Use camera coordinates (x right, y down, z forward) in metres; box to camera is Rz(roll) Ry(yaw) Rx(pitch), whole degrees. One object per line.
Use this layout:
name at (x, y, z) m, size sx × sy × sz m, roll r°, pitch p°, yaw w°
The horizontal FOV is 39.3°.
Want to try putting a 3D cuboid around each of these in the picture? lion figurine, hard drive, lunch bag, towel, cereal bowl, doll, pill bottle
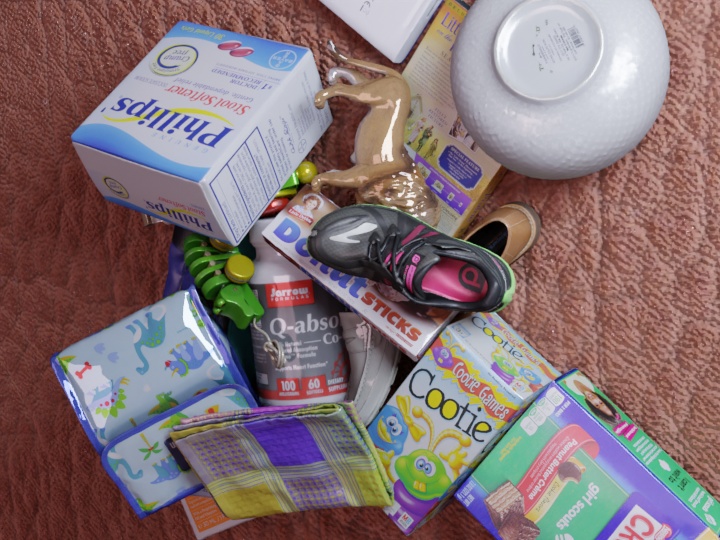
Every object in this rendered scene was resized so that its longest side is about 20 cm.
lion figurine at (0.019, -0.131, 0.997) m, size 0.122 × 0.072 × 0.200 m, roll 1°, pitch 93°, yaw 15°
hard drive at (0.003, -0.327, 1.038) m, size 0.200 × 0.025 × 0.132 m, roll 43°, pitch 116°, yaw 18°
lunch bag at (-0.202, 0.138, 1.064) m, size 0.170 × 0.127 × 0.200 m, roll -26°, pitch 92°, yaw -3°
towel at (-0.078, 0.193, 1.002) m, size 0.200 × 0.023 × 0.144 m, roll -10°, pitch 123°, yaw 21°
cereal bowl at (0.171, -0.186, 0.893) m, size 0.200 × 0.083 × 0.200 m, roll -2°, pitch 83°, yaw 19°
doll at (-0.197, -0.036, 1.188) m, size 0.136 × 0.048 × 0.200 m, roll 37°, pitch 116°, yaw 46°
pill bottle at (-0.063, 0.041, 1.082) m, size 0.116 × 0.116 × 0.200 m, roll -4°, pitch 96°, yaw 32°

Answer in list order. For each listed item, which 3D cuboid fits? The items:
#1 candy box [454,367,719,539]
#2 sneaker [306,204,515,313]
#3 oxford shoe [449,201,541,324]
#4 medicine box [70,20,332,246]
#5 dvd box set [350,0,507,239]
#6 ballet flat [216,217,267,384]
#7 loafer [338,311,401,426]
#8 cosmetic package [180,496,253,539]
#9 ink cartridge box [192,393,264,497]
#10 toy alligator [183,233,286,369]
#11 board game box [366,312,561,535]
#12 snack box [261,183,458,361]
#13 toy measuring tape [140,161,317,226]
candy box at (0.218, 0.224, 0.964) m, size 0.200 × 0.077 × 0.169 m, roll 43°, pitch 116°, yaw 17°
sneaker at (0.046, -0.012, 0.927) m, size 0.200 × 0.084 × 0.077 m, roll 14°, pitch 97°, yaw 9°
oxford shoe at (0.094, 0.011, 1.011) m, size 0.071 × 0.071 × 0.200 m, roll 45°, pitch 119°, yaw 16°
medicine box at (-0.162, -0.149, 1.059) m, size 0.182 × 0.200 × 0.103 m, roll 19°, pitch 148°, yaw 27°
dvd box set at (0.093, -0.148, 1.008) m, size 0.146 × 0.029 × 0.200 m, roll 42°, pitch 117°, yaw 19°
ballet flat at (-0.142, 0.034, 1.158) m, size 0.072 × 0.072 × 0.201 m, roll 9°, pitch 93°, yaw 30°
loafer at (0.008, 0.060, 1.034) m, size 0.070 × 0.070 × 0.200 m, roll 162°, pitch 123°, yaw -71°
cosmetic package at (-0.180, 0.207, 1.205) m, size 0.101 × 0.071 × 0.200 m, roll -30°, pitch 81°, yaw 31°
ink cartridge box at (-0.151, 0.195, 1.132) m, size 0.200 × 0.042 × 0.120 m, roll 5°, pitch 82°, yaw 1°
toy alligator at (-0.139, 0.020, 1.036) m, size 0.200 × 0.054 × 0.059 m, roll 62°, pitch 141°, yaw 25°
board game box at (0.089, 0.151, 1.015) m, size 0.105 × 0.103 × 0.200 m, roll 44°, pitch 117°, yaw 18°
snack box at (0.000, 0.000, 0.990) m, size 0.200 × 0.024 × 0.072 m, roll 38°, pitch 78°, yaw 16°
toy measuring tape at (-0.141, -0.084, 1.121) m, size 0.200 × 0.074 × 0.074 m, roll -16°, pitch 89°, yaw 8°
